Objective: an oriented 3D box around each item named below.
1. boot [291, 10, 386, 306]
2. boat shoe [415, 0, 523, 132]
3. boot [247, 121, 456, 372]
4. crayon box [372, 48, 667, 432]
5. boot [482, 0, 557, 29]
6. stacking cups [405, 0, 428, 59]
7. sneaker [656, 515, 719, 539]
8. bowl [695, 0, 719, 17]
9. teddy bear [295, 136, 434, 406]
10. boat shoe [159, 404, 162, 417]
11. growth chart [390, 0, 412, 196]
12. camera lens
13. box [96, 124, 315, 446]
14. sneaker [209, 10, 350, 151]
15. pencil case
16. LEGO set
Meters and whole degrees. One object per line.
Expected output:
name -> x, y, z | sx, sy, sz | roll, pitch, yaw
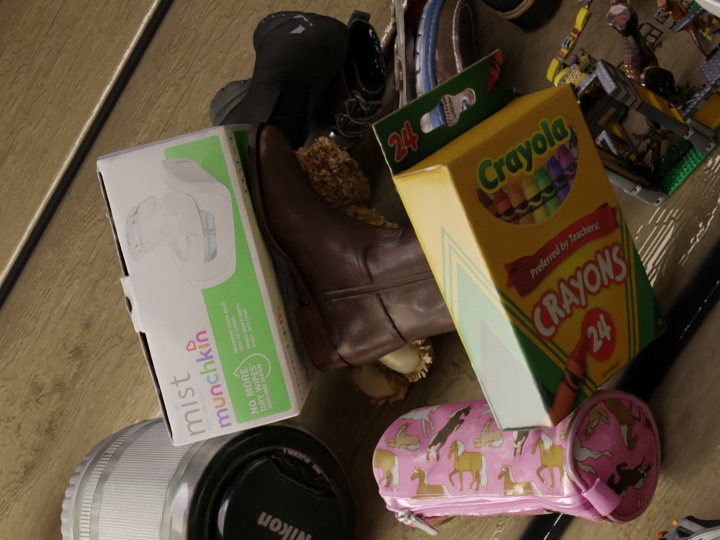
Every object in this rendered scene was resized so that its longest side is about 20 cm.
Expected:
boot -> -0.030, -0.087, 1.359 | 0.174, 0.069, 0.201 | 126, 149, -47
boat shoe -> 0.084, -0.103, 1.236 | 0.072, 0.072, 0.202 | -7, 79, 18
boot -> 0.038, -0.038, 1.159 | 0.199, 0.187, 0.064 | -16, 12, 19
crayon box -> 0.097, -0.022, 1.022 | 0.051, 0.201, 0.127 | -10, 19, 49
boot -> 0.073, -0.285, 1.304 | 0.078, 0.138, 0.201 | -48, 38, 27
stacking cups -> 0.054, -0.219, 1.363 | 0.060, 0.060, 0.201 | -33, 48, 40
sneaker -> 0.178, 0.180, 0.966 | 0.199, 0.078, 0.078 | -21, 42, 43
bowl -> 0.287, -0.211, 0.964 | 0.198, 0.075, 0.201 | 14, 80, 12
teddy bear -> 0.000, 0.000, 1.269 | 0.201, 0.066, 0.145 | 58, 154, 30
boat shoe -> -0.129, 0.054, 1.462 | 0.072, 0.072, 0.201 | -29, 59, 36
growth chart -> 0.029, -0.154, 1.304 | 0.145, 0.018, 0.202 | -65, -28, -90
camera lens -> -0.112, 0.188, 1.272 | 0.199, 0.159, 0.161 | -7, 66, 52
box -> -0.106, 0.004, 1.215 | 0.176, 0.096, 0.201 | -64, -40, -86
sneaker -> -0.060, -0.124, 1.317 | 0.200, 0.075, 0.091 | 129, 144, -56
pencil case -> 0.097, 0.122, 1.092 | 0.199, 0.082, 0.087 | -14, 73, 49
LEGO set -> 0.178, -0.147, 1.099 | 0.200, 0.115, 0.154 | -43, 41, 31
